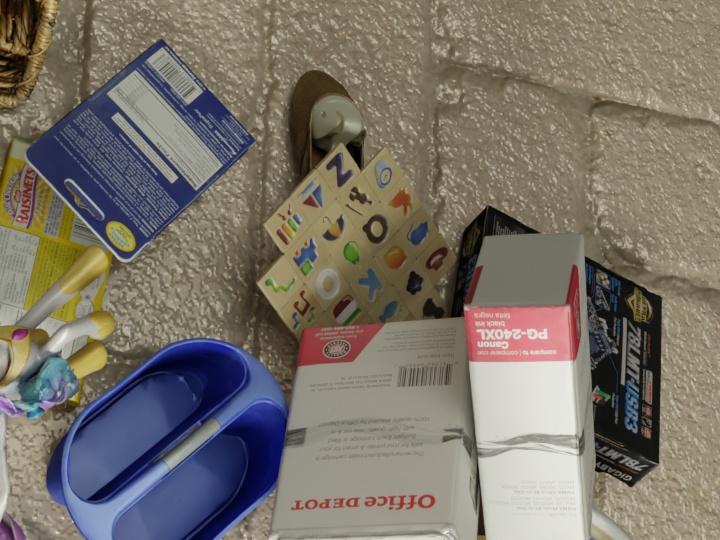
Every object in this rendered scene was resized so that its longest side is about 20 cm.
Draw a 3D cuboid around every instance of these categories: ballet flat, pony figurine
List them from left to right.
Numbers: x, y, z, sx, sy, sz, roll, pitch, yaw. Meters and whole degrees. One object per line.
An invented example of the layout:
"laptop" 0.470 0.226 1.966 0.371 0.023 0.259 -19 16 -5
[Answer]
"pony figurine" -0.268 0.084 1.206 0.167 0.193 0.200 46 37 7
"ballet flat" -0.022 -0.089 1.466 0.067 0.072 0.201 9 69 -22

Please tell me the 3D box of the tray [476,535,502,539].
"tray" 0.065 0.307 1.309 0.037 0.098 0.201 33 57 -58

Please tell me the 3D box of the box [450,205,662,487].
"box" 0.173 0.065 1.496 0.198 0.050 0.201 27 46 -17

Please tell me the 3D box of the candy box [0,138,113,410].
"candy box" -0.252 0.002 1.348 0.102 0.026 0.201 17 66 -18

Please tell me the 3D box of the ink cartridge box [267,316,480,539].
"ink cartridge box" 0.019 0.143 1.315 0.145 0.085 0.201 -4 47 15

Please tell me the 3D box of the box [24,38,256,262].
"box" -0.182 -0.095 1.387 0.121 0.032 0.200 47 44 -6

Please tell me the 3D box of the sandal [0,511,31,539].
"sandal" -0.281 0.203 1.253 0.082 0.050 0.203 -39 93 -31

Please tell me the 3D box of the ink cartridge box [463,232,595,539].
"ink cartridge box" 0.134 0.090 1.313 0.083 0.145 0.201 -2 112 11

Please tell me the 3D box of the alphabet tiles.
"alphabet tiles" 0.000 0.000 1.427 0.167 0.006 0.200 -48 124 -22

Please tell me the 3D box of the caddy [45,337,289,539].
"caddy" -0.145 0.143 1.307 0.200 0.105 0.142 -40 92 -31

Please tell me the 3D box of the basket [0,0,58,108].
"basket" -0.332 -0.229 1.317 0.199 0.143 0.150 10 68 -23

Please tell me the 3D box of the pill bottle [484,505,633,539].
"pill bottle" 0.129 0.282 1.383 0.119 0.120 0.201 38 73 -10
